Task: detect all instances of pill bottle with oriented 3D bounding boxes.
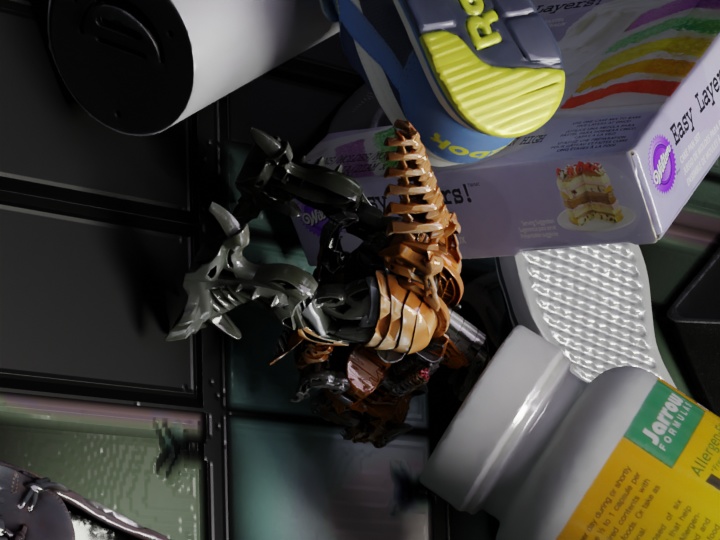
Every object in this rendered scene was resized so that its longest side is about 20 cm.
[{"bbox_3d":[0.130,0.113,1.187,0.200,0.113,0.113,33,46,6],"label":"pill bottle"}]

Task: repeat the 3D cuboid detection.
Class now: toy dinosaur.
[{"bbox_3d":[0.000,0.000,1.188,0.102,0.135,0.201,-60,171,-58],"label":"toy dinosaur"}]

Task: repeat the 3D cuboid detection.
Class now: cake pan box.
[{"bbox_3d":[0.083,-0.072,1.263,0.184,0.199,0.053,-46,123,-46],"label":"cake pan box"}]

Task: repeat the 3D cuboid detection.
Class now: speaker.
[{"bbox_3d":[-0.050,-0.130,1.203,0.200,0.081,0.082,-35,110,-50],"label":"speaker"}]

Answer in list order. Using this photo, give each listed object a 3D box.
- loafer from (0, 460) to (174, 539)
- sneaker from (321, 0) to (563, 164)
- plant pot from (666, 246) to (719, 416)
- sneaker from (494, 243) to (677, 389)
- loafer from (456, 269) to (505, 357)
[{"bbox_3d":[-0.120,0.113,1.077,0.200,0.063,0.072,25,63,-47],"label":"loafer"},{"bbox_3d":[0.014,-0.134,1.159,0.074,0.082,0.201,-15,75,-24],"label":"sneaker"},{"bbox_3d":[0.318,0.060,1.555,0.200,0.199,0.178,-43,127,-47],"label":"plant pot"},{"bbox_3d":[0.104,0.048,1.298,0.078,0.079,0.201,-15,79,-30],"label":"sneaker"},{"bbox_3d":[0.091,0.096,1.359,0.063,0.072,0.201,-10,84,-34],"label":"loafer"}]
